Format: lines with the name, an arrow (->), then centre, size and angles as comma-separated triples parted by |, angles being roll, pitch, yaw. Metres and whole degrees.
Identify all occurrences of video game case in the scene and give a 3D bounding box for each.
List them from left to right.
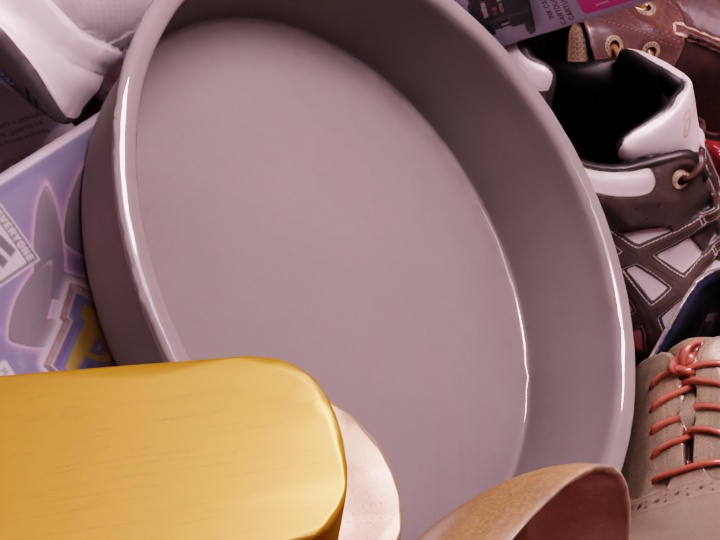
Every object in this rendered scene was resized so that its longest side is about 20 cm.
video game case -> -0.027, 0.043, 0.666 | 0.200, 0.023, 0.182 | 56, 41, -5

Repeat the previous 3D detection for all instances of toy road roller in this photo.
toy road roller -> -0.084, 0.112, 0.501 | 0.200, 0.123, 0.146 | -7, 55, -12

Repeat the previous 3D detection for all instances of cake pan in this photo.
cake pan -> 0.000, 0.000, 0.672 | 0.200, 0.037, 0.200 | 23, 54, -36

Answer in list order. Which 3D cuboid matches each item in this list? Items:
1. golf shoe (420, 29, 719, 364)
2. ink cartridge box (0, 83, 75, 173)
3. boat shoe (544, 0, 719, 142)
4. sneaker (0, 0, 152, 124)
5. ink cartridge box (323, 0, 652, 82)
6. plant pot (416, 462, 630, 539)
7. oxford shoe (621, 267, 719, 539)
golf shoe -> 0.102, -0.021, 0.801 | 0.200, 0.094, 0.078 | 17, 42, -34
ink cartridge box -> -0.163, -0.018, 0.660 | 0.200, 0.041, 0.200 | -21, 66, -47
boat shoe -> 0.082, -0.082, 0.874 | 0.200, 0.072, 0.072 | 24, 50, -9
sneaker -> -0.076, -0.099, 0.723 | 0.075, 0.087, 0.200 | 41, 7, -10
ink cartridge box -> 0.013, -0.117, 0.775 | 0.119, 0.200, 0.042 | -90, 156, -43
plant pot -> 0.007, 0.132, 0.535 | 0.027, 0.200, 0.200 | 23, 37, 20
oxford shoe -> 0.099, 0.062, 0.714 | 0.200, 0.070, 0.075 | -62, 140, -65
